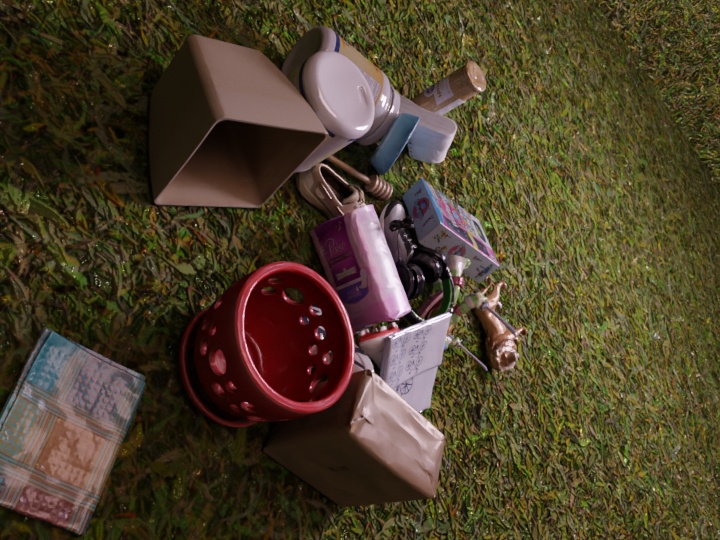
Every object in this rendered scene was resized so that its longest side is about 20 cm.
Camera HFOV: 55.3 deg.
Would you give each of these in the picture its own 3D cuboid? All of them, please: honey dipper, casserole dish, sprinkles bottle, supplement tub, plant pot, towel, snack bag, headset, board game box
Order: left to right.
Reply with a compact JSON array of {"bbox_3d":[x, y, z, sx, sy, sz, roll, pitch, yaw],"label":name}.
[{"bbox_3d":[-0.345,0.185,0.801,0.146,0.022,0.202,36,50,-31],"label":"towel"},{"bbox_3d":[-0.201,-0.224,1.015,0.198,0.199,0.179,-4,64,-47],"label":"plant pot"},{"bbox_3d":[-0.135,0.107,0.935,0.199,0.181,0.203,20,60,-40],"label":"plant pot"},{"bbox_3d":[-0.090,-0.250,1.129,0.144,0.199,0.147,21,58,-39],"label":"supplement tub"},{"bbox_3d":[-0.036,-0.335,1.267,0.199,0.143,0.146,29,53,-35],"label":"supplement tub"},{"bbox_3d":[-0.021,-0.190,1.304,0.199,0.038,0.038,26,55,-35],"label":"honey dipper"},{"bbox_3d":[0.061,-0.245,1.318,0.039,0.200,0.122,31,93,-5],"label":"casserole dish"},{"bbox_3d":[0.085,0.181,1.172,0.187,0.021,0.203,-15,121,-50],"label":"snack bag"},{"bbox_3d":[0.105,0.001,1.201,0.123,0.094,0.202,-36,103,-33],"label":"headset"},{"bbox_3d":[0.170,-0.366,1.458,0.068,0.199,0.069,22,57,-39],"label":"sprinkles bottle"},{"bbox_3d":[0.187,-0.081,1.421,0.199,0.064,0.149,29,31,-36],"label":"board game box"}]

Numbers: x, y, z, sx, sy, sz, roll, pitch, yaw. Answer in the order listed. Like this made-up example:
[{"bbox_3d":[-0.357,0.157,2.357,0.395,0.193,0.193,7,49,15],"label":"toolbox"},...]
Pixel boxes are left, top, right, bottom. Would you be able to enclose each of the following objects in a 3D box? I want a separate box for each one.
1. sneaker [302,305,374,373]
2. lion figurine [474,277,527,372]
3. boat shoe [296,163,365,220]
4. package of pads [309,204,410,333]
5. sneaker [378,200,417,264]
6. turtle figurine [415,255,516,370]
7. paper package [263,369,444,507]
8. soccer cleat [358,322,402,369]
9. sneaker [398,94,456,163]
[{"bbox_3d":[-0.063,0.129,1.062,0.128,0.080,0.201,7,50,-35],"label":"sneaker"},{"bbox_3d":[0.290,0.116,1.485,0.121,0.073,0.202,-16,71,-36],"label":"lion figurine"},{"bbox_3d":[-0.026,-0.121,1.241,0.199,0.064,0.073,39,48,-32],"label":"boat shoe"},{"bbox_3d":[0.000,0.000,1.175,0.075,0.120,0.203,-17,87,-48],"label":"package of pads"},{"bbox_3d":[0.080,-0.041,1.306,0.074,0.079,0.203,24,57,-47],"label":"sneaker"},{"bbox_3d":[0.201,0.083,1.342,0.145,0.197,0.196,71,20,-53],"label":"turtle figurine"},{"bbox_3d":[-0.007,0.251,0.996,0.191,0.199,0.104,44,47,-24],"label":"paper package"},{"bbox_3d":[0.049,0.140,1.168,0.200,0.068,0.086,28,50,-72],"label":"soccer cleat"},{"bbox_3d":[0.097,-0.293,1.447,0.198,0.116,0.074,28,59,9],"label":"sneaker"}]
